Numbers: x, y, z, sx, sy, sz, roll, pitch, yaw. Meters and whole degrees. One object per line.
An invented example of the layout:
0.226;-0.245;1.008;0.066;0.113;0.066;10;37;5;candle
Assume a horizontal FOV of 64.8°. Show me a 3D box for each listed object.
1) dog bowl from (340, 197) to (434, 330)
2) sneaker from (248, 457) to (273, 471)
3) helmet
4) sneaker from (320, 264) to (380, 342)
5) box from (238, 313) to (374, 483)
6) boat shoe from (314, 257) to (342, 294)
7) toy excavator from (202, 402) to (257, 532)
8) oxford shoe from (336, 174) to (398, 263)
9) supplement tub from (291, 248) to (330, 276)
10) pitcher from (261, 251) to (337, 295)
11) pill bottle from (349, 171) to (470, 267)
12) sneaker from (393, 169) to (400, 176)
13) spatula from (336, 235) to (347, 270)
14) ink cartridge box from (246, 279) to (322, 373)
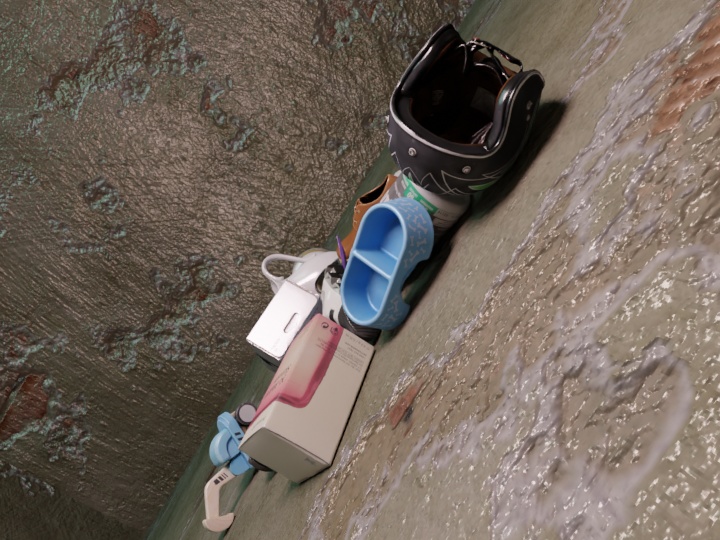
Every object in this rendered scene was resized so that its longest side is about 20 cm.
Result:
0.031;-0.008;0.811;0.111;0.049;0.202;36;115;39;dog bowl
-0.155;0.316;1.000;0.100;0.070;0.200;-61;3;-6;sneaker
0.128;-0.194;0.742;0.192;0.199;0.200;-59;8;15;helmet
-0.022;0.076;0.974;0.089;0.073;0.200;-68;26;23;sneaker
-0.078;0.189;0.847;0.128;0.108;0.201;-48;13;49;box
-0.022;0.004;1.119;0.200;0.060;0.076;-42;61;47;boat shoe
-0.275;0.408;1.188;0.199;0.195;0.100;-30;-7;-32;toy excavator
0.011;-0.091;0.988;0.200;0.071;0.072;-47;27;29;oxford shoe
-0.114;0.017;1.535;0.145;0.144;0.200;-58;8;1;supplement tub
-0.118;0.012;1.324;0.198;0.173;0.122;-22;-22;-15;pitcher
0.071;-0.069;0.887;0.200;0.112;0.114;-52;10;37;pill bottle
0.130;-0.243;1.295;0.116;0.073;0.200;-60;7;9;sneaker
0.000;0.000;0.995;0.020;0.200;0.057;-20;64;19;spatula
-0.138;0.129;1.145;0.145;0.084;0.200;-59;-15;-20;ink cartridge box
